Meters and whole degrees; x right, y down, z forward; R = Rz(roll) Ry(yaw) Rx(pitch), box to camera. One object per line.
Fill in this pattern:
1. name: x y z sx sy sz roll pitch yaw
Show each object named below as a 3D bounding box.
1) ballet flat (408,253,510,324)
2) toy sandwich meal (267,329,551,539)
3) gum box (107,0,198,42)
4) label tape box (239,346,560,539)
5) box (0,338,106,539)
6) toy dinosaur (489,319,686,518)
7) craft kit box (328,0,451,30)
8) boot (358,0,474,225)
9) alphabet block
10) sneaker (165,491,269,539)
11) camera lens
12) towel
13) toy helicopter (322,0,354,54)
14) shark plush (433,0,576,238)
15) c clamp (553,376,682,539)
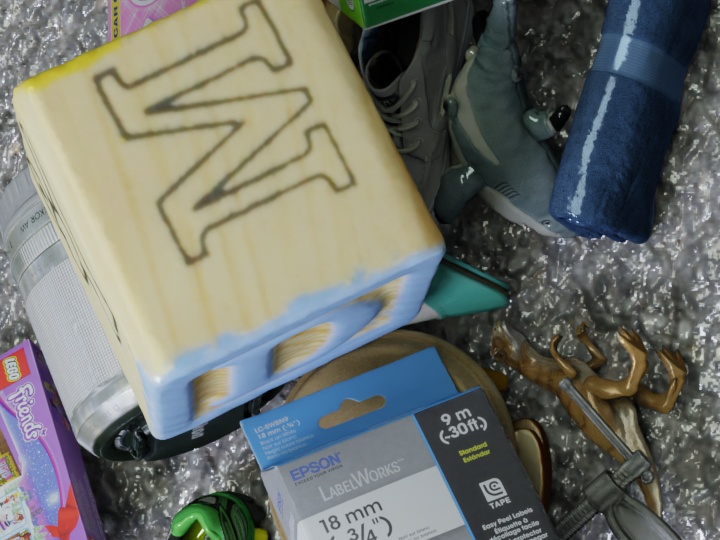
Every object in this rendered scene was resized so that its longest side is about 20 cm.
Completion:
1. ballet flat: 0.000 0.000 1.559 0.199 0.067 0.071 26 80 2
2. toy sandwich meal: 0.034 0.134 1.559 0.204 0.070 0.207 -5 79 25
3. gum box: -0.122 -0.218 1.631 0.113 0.066 0.201 -26 60 46
4. label tape box: 0.023 0.137 1.441 0.143 0.063 0.201 -20 61 -12
5. box: -0.260 0.162 1.647 0.136 0.039 0.201 -29 51 9
6. toy dinosaur: 0.167 0.098 1.518 0.106 0.060 0.200 -51 62 23
7. craft kit box: 0.049 -0.232 1.502 0.199 0.049 0.198 -20 33 -15
8. boot: 0.022 -0.110 1.576 0.073 0.095 0.201 9 89 24
9. alphabet block: -0.083 -0.038 1.430 0.195 0.195 0.201 -25 80 -11
10. sneaker: -0.126 0.249 1.600 0.078 0.085 0.201 9 88 24
11. camera lens: -0.147 0.019 1.598 0.159 0.160 0.201 -29 73 17
12. towel: 0.179 -0.117 1.502 0.048 0.112 0.201 17 90 23
13. toy helicopter: -0.059 -0.145 1.624 0.132 0.079 0.201 6 74 45
14. shark plush: 0.105 -0.108 1.510 0.083 0.091 0.201 20 131 25
15. c clamp: 0.128 0.198 1.478 0.171 0.027 0.200 43 100 10
